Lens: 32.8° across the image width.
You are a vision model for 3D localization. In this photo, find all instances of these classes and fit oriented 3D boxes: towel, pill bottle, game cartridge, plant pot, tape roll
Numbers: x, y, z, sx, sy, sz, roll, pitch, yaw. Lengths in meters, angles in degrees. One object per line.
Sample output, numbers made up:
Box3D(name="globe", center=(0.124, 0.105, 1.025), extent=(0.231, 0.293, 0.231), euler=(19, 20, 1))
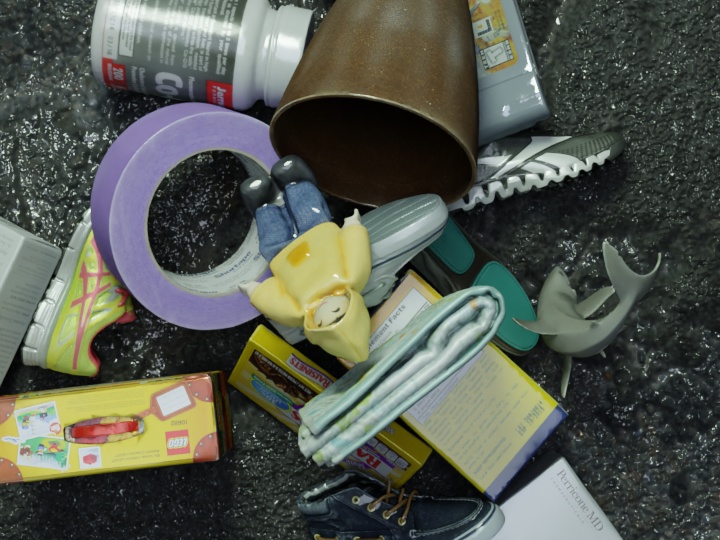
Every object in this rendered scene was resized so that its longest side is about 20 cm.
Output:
Box3D(name="towel", center=(0.031, 0.081, 1.024), extent=(0.199, 0.171, 0.048), euler=(-38, 92, -2))
Box3D(name="pill bottle", center=(-0.149, -0.218, 1.176), extent=(0.197, 0.114, 0.116), euler=(10, 87, 0))
Box3D(name="game cartridge", center=(0.095, -0.217, 1.182), extent=(0.132, 0.042, 0.202), euler=(-18, 73, 12))
Box3D(name="plant pot", center=(0.032, -0.187, 1.100), extent=(0.184, 0.187, 0.202), euler=(14, 66, 0))
Box3D(name="tape roll", center=(-0.146, -0.052, 1.142), extent=(0.197, 0.085, 0.203), euler=(-6, 105, -23))

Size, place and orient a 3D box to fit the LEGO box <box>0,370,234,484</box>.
Box3D(name="LEGO box", center=(-0.225, 0.143, 1.140), extent=(0.197, 0.149, 0.078), euler=(-6, 87, 0))

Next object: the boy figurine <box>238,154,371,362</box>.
Box3D(name="boy figurine", center=(-0.047, -0.001, 1.044), extent=(0.123, 0.065, 0.201), euler=(-27, 52, 5))

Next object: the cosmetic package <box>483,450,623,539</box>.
Box3D(name="cosmetic package", center=(0.140, 0.275, 1.175), extent=(0.199, 0.071, 0.102), euler=(-37, 88, -2))

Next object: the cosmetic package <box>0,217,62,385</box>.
Box3D(name="cosmetic package", center=(-0.379, 0.046, 1.171), extent=(0.101, 0.074, 0.202), euler=(25, 89, 22))

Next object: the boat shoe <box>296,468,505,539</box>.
Box3D(name="boat shoe", center=(0.031, 0.228, 1.136), extent=(0.198, 0.071, 0.092), euler=(-21, 104, 29))

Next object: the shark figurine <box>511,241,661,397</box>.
Box3D(name="shark figurine", center=(0.187, 0.043, 1.107), extent=(0.088, 0.214, 0.130), euler=(15, 81, -11))

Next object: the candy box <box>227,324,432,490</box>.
Box3D(name="candy box", center=(-0.033, 0.138, 1.168), extent=(0.199, 0.102, 0.026), euler=(36, 58, 2))

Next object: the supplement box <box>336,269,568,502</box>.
Box3D(name="supplement box", center=(0.083, 0.107, 1.164), extent=(0.200, 0.110, 0.109), euler=(43, 87, 1))

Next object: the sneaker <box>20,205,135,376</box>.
Box3D(name="sneaker", center=(-0.253, 0.011, 1.191), extent=(0.089, 0.078, 0.202), euler=(24, 93, -7))

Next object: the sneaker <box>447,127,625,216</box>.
Box3D(name="sneaker", center=(0.160, -0.118, 1.197), extent=(0.197, 0.066, 0.092), euler=(-17, 90, 1))

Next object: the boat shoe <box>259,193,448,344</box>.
Box3D(name="boat shoe", center=(0.000, 0.000, 1.113), extent=(0.198, 0.074, 0.067), euler=(-26, 116, 18))

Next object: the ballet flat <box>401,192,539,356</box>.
Box3D(name="ballet flat", center=(0.098, 0.004, 1.191), extent=(0.200, 0.063, 0.068), euler=(48, 64, -16))
